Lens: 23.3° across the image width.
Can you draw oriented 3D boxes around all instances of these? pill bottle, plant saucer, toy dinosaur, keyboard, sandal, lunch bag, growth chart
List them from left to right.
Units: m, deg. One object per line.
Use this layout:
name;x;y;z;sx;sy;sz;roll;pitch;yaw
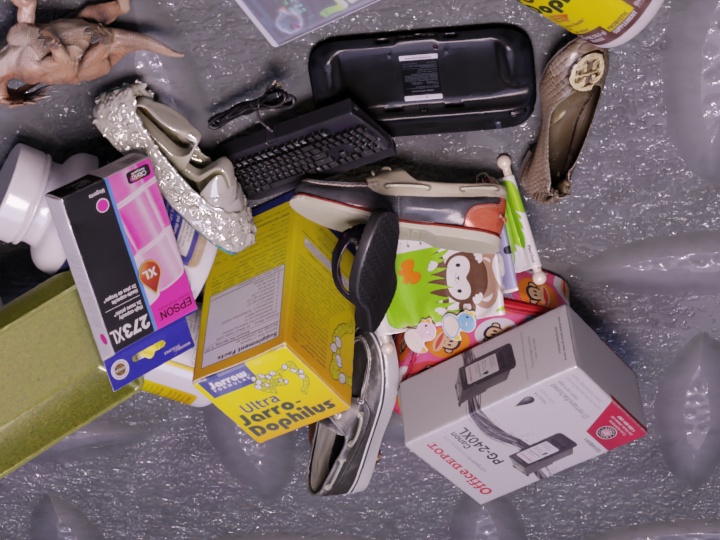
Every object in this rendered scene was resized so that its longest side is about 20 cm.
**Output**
plant saucer;-0.312;0.092;1.621;0.200;0.048;0.200;-32;147;-17
toy dinosaur;-0.259;-0.186;1.513;0.200;0.086;0.136;-5;150;-16
pill bottle;-0.242;-0.041;1.635;0.200;0.120;0.120;22;134;-20
pill bottle;-0.194;0.076;1.772;0.200;0.104;0.104;19;135;-17
keyboard;-0.074;-0.116;1.583;0.200;0.021;0.127;-17;136;40
sandal;0.000;0.001;1.599;0.048;0.075;0.200;25;158;11
growth chart;0.083;-0.007;1.669;0.200;0.145;0.018;-24;175;27
lunch bag;0.130;0.078;1.781;0.176;0.082;0.200;10;136;-15
pill bottle;0.144;-0.265;1.380;0.200;0.109;0.109;26;133;-23

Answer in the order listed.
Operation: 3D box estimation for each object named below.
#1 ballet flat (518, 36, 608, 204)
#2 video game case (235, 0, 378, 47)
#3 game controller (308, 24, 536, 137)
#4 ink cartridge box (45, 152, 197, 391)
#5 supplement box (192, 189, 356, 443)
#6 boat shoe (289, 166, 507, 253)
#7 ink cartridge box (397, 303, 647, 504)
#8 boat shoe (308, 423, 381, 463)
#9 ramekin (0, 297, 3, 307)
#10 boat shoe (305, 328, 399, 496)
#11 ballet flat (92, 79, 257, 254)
ballet flat;0.185;-0.129;1.559;0.067;0.046;0.200;-12;144;-22
video game case;-0.049;-0.287;1.429;0.182;0.023;0.200;-21;133;24
game controller;0.055;-0.167;1.551;0.200;0.042;0.104;-4;123;6
ink cartridge box;-0.206;0.004;1.559;0.037;0.095;0.200;18;129;49
supplement box;-0.077;0.043;1.659;0.109;0.200;0.110;-23;131;26
boat shoe;0.036;-0.063;1.607;0.200;0.063;0.071;9;168;-1
ink cartridge box;0.158;0.137;1.724;0.200;0.083;0.145;-28;134;24
boat shoe;-0.028;0.144;1.870;0.070;0.070;0.200;-30;130;-19
ramekin;-0.403;0.051;1.696;0.094;0.202;0.202;-20;142;-21
boat shoe;-0.012;0.145;1.787;0.064;0.071;0.200;-6;117;-36
ballet flat;-0.157;-0.094;1.584;0.200;0.072;0.072;43;125;-18
